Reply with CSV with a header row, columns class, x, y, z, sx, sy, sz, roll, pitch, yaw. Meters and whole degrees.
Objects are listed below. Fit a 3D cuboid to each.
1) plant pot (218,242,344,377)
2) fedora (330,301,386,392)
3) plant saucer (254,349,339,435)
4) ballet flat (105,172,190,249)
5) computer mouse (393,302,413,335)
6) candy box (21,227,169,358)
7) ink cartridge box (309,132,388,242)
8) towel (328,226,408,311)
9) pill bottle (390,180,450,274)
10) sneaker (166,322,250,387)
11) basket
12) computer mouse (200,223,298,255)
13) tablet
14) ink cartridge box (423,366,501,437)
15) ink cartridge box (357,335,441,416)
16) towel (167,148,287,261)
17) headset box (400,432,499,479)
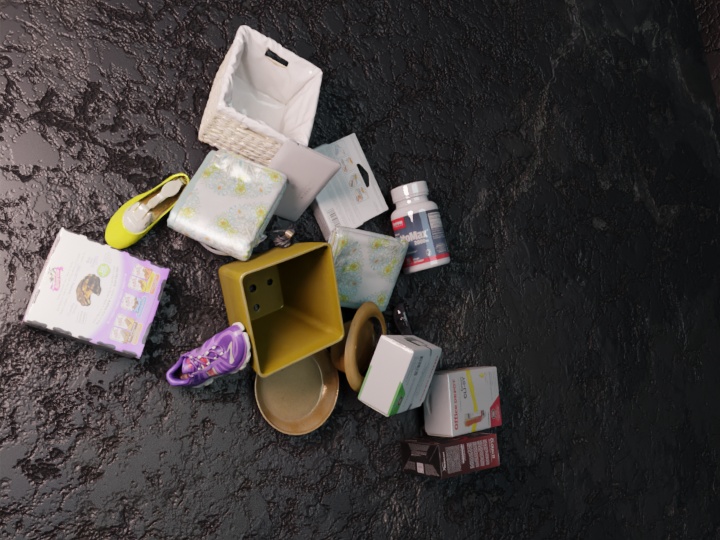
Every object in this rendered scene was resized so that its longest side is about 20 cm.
class,x,y,z,sx,sy,sz,roll,pitch,yaw
plant pot,-0.171,0.055,1.207,0.198,0.175,0.204,-22,114,-34
fedora,-0.011,0.163,1.345,0.200,0.080,0.205,-8,98,-63
plant saucer,-0.137,0.240,1.302,0.197,0.035,0.205,7,78,-33
ballet flat,-0.398,-0.120,1.171,0.067,0.067,0.200,50,60,-13
computer mouse,0.117,0.173,1.479,0.033,0.059,0.204,-18,98,7
candy box,-0.465,0.044,1.098,0.198,0.071,0.171,25,70,-28
ink cartridge box,-0.046,-0.194,1.426,0.172,0.043,0.203,-30,99,-33
towel,0.000,0.000,1.364,0.197,0.048,0.174,9,112,-32
pill bottle,0.137,-0.103,1.485,0.118,0.119,0.204,-13,89,-33
sneaker,-0.276,0.165,1.125,0.083,0.199,0.082,0,58,-59
basket,-0.206,-0.342,1.267,0.196,0.160,0.204,22,67,-28
computer mouse,-0.224,-0.058,1.241,0.195,0.110,0.045,-5,106,0
tablet,-0.142,-0.180,1.276,0.128,0.200,0.014,20,47,-28
ink cartridge box,0.246,0.313,1.494,0.197,0.083,0.149,2,82,-42
ink cartridge box,0.090,0.223,1.348,0.199,0.083,0.149,14,98,-65
towel,-0.252,-0.133,1.195,0.168,0.048,0.202,21,63,7
headset box,0.213,0.421,1.434,0.197,0.148,0.077,0,81,-32
